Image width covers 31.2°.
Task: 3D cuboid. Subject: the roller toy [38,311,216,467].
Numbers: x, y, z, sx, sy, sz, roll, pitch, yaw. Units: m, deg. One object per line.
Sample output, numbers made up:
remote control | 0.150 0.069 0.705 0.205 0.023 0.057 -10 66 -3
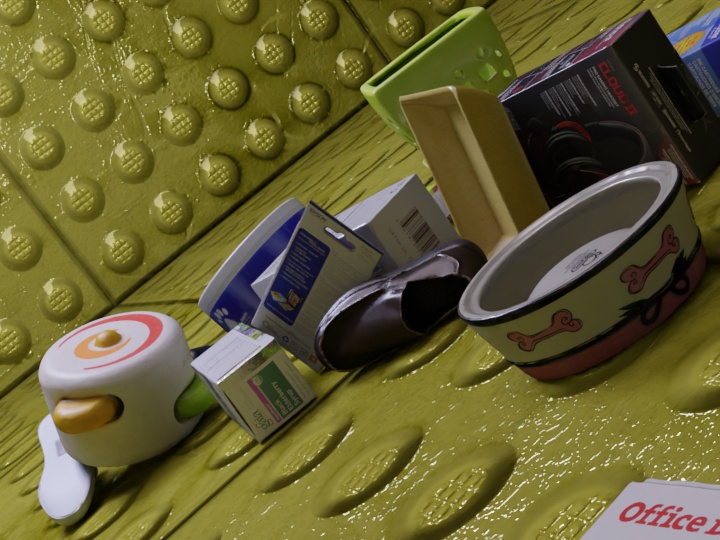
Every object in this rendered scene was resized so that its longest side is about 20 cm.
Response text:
roller toy | -0.293 0.137 1.566 0.199 0.140 0.182 -25 26 -25

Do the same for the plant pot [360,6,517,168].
plant pot | 0.133 -0.244 1.843 0.200 0.182 0.199 -36 12 2

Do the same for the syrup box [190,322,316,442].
syrup box | -0.120 0.118 1.409 0.081 0.079 0.200 -39 11 -12

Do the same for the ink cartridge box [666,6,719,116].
ink cartridge box | 0.348 -0.205 1.312 0.200 0.076 0.136 -25 16 42

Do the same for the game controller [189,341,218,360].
game controller | -0.238 0.136 1.730 0.104 0.042 0.200 -16 -7 -43

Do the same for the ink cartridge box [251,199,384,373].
ink cartridge box | -0.042 0.015 1.357 0.037 0.095 0.200 -46 -11 -45

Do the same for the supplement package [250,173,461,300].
supplement package | 0.000 0.000 1.424 0.200 0.117 0.117 -27 15 42

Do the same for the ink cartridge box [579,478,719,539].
ink cartridge box | 0.104 0.177 0.473 0.200 0.084 0.145 -42 12 -22

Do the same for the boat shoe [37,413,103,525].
boat shoe | -0.362 0.257 1.610 0.073 0.068 0.199 -27 35 -7

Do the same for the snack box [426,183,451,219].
snack box | 0.013 -0.028 1.660 0.142 0.053 0.200 -44 13 -36

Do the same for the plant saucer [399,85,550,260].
plant saucer | 0.120 -0.089 1.234 0.048 0.201 0.200 -27 10 -10

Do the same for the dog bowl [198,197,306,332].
dog bowl | -0.126 0.001 1.759 0.200 0.079 0.200 -48 -3 -4

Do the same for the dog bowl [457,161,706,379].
dog bowl | 0.175 0.004 0.988 0.200 0.074 0.200 -35 11 8

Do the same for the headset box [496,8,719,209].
headset box | 0.231 -0.136 1.188 0.075 0.149 0.200 -43 13 -35

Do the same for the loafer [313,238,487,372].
loafer | 0.035 0.038 1.272 0.200 0.073 0.071 -35 12 15
